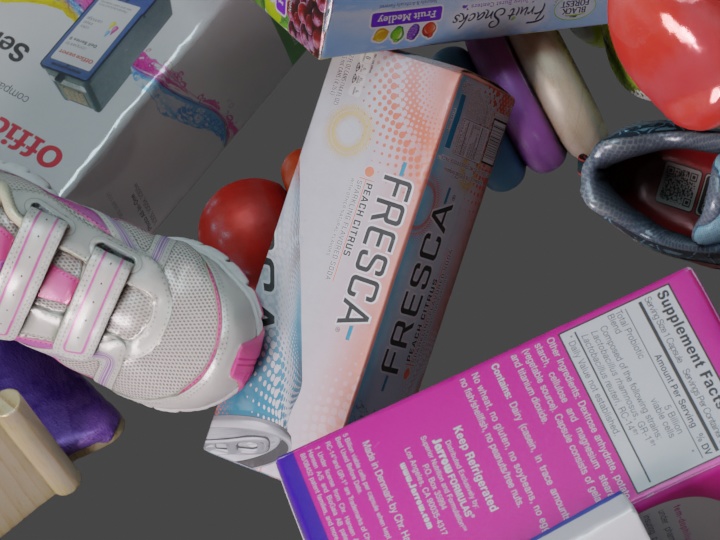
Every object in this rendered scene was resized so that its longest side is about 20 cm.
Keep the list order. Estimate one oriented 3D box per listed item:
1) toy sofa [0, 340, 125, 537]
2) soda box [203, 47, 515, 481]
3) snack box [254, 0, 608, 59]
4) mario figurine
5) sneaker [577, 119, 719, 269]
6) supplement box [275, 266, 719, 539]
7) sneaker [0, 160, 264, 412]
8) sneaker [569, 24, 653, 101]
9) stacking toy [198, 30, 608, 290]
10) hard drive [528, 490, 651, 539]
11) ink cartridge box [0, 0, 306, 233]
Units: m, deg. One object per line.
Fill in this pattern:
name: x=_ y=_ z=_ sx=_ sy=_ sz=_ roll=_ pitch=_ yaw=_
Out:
toy sofa: x=-0.208 y=0.030 z=1.381 sx=0.098 sy=0.083 sz=0.200 roll=-38 pitch=54 yaw=-7
soda box: x=0.000 y=0.000 z=1.297 sx=0.068 sy=0.064 sz=0.200 roll=18 pitch=90 yaw=28
snack box: x=0.011 y=-0.175 z=1.347 sx=0.168 sy=0.068 sz=0.200 roll=-8 pitch=34 yaw=-27
mario figurine: x=0.195 y=-0.120 z=1.278 sx=0.200 sy=0.124 sz=0.106 roll=4 pitch=27 yaw=-32
sneaker: x=0.185 y=-0.020 z=1.268 sx=0.200 sy=0.095 sz=0.079 roll=11 pitch=94 yaw=30
supplement box: x=0.080 y=0.100 z=1.229 sx=0.200 sy=0.101 sz=0.103 roll=-24 pitch=53 yaw=1
sneaker: x=-0.136 y=0.007 z=1.295 sx=0.200 sy=0.088 sz=0.082 roll=22 pitch=96 yaw=27
sneaker: x=0.138 y=-0.161 z=1.414 sx=0.105 sy=0.076 sz=0.200 roll=-18 pitch=51 yaw=-17
stacking toy: x=0.014 y=-0.051 z=1.374 sx=0.200 sy=0.085 sz=0.085 roll=-27 pitch=53 yaw=8
hard drive: x=0.047 y=0.192 z=1.166 sx=0.200 sy=0.132 sz=0.025 roll=-28 pitch=22 yaw=-2
ink cartridge box: x=-0.130 y=-0.112 z=1.448 sx=0.145 sy=0.088 sz=0.200 roll=29 pitch=72 yaw=30
